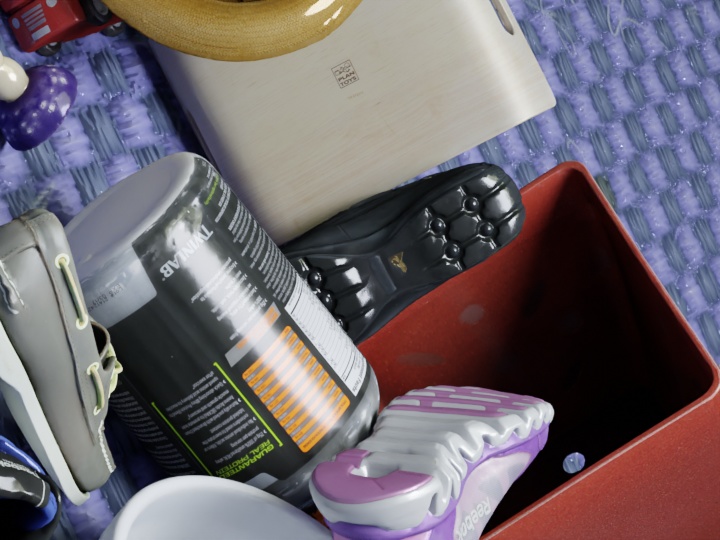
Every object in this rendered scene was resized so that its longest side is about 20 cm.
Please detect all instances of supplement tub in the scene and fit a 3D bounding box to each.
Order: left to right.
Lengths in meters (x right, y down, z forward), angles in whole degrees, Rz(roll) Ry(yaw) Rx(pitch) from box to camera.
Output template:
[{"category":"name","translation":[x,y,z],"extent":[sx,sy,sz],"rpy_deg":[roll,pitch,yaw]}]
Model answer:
[{"category":"supplement tub","translation":[-0.073,0.048,1.476],"extent":[0.200,0.122,0.123],"rpy_deg":[52,34,-19]}]

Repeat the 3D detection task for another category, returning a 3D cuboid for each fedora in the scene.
[{"category":"fedora","translation":[-0.078,-0.198,1.553],"extent":[0.082,0.199,0.202],"rpy_deg":[107,-30,-70]}]

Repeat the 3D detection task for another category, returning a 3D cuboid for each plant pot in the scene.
[{"category":"plant pot","translation":[0.110,0.098,1.619],"extent":[0.176,0.199,0.200],"rpy_deg":[55,5,-47]}]

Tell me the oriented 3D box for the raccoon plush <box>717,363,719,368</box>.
[{"category":"raccoon plush","translation":[0.285,0.138,1.969],"extent":[0.199,0.096,0.135],"rpy_deg":[8,69,-53]}]

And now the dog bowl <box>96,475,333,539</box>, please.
[{"category":"dog bowl","translation":[-0.058,0.202,1.373],"extent":[0.199,0.079,0.201],"rpy_deg":[30,30,-19]}]

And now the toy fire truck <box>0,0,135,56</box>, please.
[{"category":"toy fire truck","translation":[-0.153,-0.208,1.609],"extent":[0.200,0.049,0.142],"rpy_deg":[-26,89,-57]}]

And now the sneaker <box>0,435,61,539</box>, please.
[{"category":"sneaker","translation":[-0.187,0.093,1.286],"extent":[0.080,0.115,0.200],"rpy_deg":[36,40,-38]}]

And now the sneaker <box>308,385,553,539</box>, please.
[{"category":"sneaker","translation":[0.038,0.119,1.440],"extent":[0.200,0.080,0.089],"rpy_deg":[-31,120,-58]}]

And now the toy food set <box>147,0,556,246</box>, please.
[{"category":"toy food set","translation":[-0.006,-0.115,1.622],"extent":[0.144,0.199,0.060],"rpy_deg":[63,7,-1]}]

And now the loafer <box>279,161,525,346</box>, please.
[{"category":"loafer","translation":[0.000,0.000,1.584],"extent":[0.068,0.200,0.070],"rpy_deg":[63,-5,-10]}]

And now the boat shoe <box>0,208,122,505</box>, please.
[{"category":"boat shoe","translation":[-0.147,0.044,1.352],"extent":[0.072,0.060,0.202],"rpy_deg":[52,-12,34]}]

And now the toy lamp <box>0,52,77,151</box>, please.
[{"category":"toy lamp","translation":[-0.231,-0.141,1.442],"extent":[0.200,0.058,0.058],"rpy_deg":[40,39,-34]}]
